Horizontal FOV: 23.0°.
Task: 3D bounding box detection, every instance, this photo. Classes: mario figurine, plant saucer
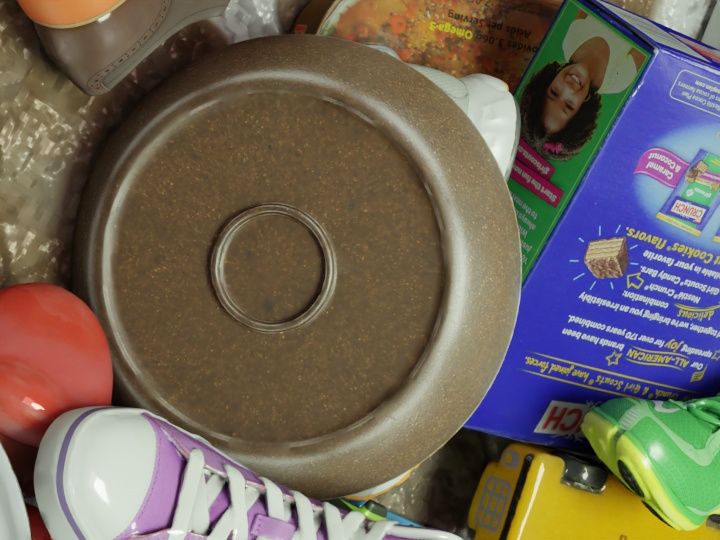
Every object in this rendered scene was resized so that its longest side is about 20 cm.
[{"bbox_3d":[-0.172,0.095,0.732,0.200,0.106,0.123,-60,155,-2],"label":"mario figurine"},{"bbox_3d":[-0.033,-0.001,0.743,0.200,0.034,0.201,0,91,11],"label":"plant saucer"}]

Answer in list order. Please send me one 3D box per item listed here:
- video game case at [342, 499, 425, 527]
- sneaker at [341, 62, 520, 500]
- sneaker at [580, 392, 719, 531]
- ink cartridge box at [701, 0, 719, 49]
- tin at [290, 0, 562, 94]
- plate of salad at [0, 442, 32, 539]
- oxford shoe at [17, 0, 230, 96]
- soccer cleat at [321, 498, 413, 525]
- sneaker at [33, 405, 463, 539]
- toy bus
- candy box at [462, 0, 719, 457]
[{"bbox_3d":[0.012,0.229,0.881,0.143,0.018,0.200,28,80,-32],"label":"video game case"},{"bbox_3d":[0.000,0.000,0.789,0.092,0.076,0.200,16,84,-21],"label":"sneaker"},{"bbox_3d":[0.177,0.078,0.846,0.200,0.074,0.084,12,117,-48],"label":"sneaker"},{"bbox_3d":[0.320,-0.133,0.965,0.200,0.146,0.147,28,80,-32],"label":"ink cartridge box"},{"bbox_3d":[0.051,-0.082,0.864,0.200,0.042,0.112,8,86,-33],"label":"tin"},{"bbox_3d":[-0.201,0.114,0.653,0.048,0.200,0.200,4,93,-68],"label":"plate of salad"},{"bbox_3d":[-0.071,-0.158,0.773,0.200,0.071,0.073,-46,145,-24],"label":"oxford shoe"},{"bbox_3d":[-0.020,0.144,0.822,0.200,0.065,0.084,41,102,-19],"label":"soccer cleat"},{"bbox_3d":[-0.026,0.104,0.697,0.200,0.114,0.073,37,53,-37],"label":"sneaker"},{"bbox_3d":[0.133,0.134,0.905,0.200,0.078,0.065,19,90,-36],"label":"toy bus"},{"bbox_3d":[0.130,-0.012,0.853,0.169,0.077,0.200,15,110,-37],"label":"candy box"}]
